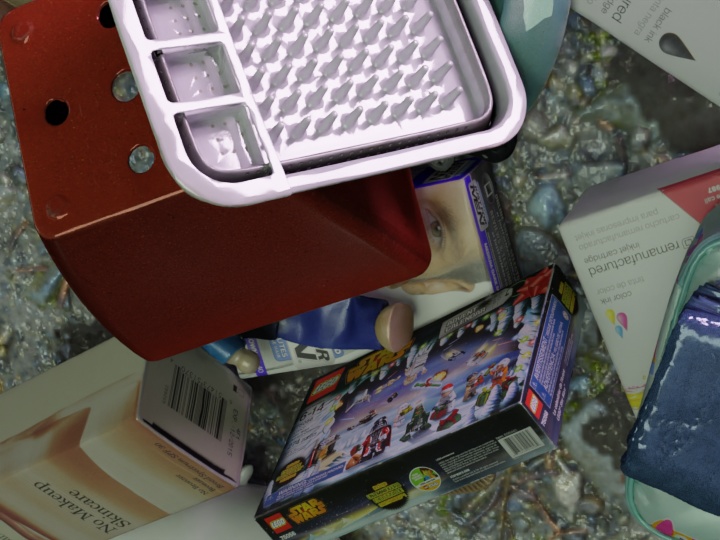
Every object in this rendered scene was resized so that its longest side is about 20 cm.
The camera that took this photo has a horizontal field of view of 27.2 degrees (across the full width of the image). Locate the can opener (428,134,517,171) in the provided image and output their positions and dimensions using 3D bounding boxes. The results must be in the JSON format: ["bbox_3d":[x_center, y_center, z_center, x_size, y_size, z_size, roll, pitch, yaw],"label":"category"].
[{"bbox_3d":[0.012,-0.119,0.955,0.199,0.079,0.063,18,152,19],"label":"can opener"}]

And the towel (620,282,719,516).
[{"bbox_3d":[0.240,0.091,0.758,0.199,0.049,0.112,21,111,5],"label":"towel"}]

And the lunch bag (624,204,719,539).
[{"bbox_3d":[0.240,0.067,0.818,0.160,0.077,0.201,17,112,12],"label":"lunch bag"}]

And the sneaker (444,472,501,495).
[{"bbox_3d":[0.058,0.096,1.009,0.071,0.112,0.200,55,150,-14],"label":"sneaker"}]

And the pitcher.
[{"bbox_3d":[-0.113,0.187,1.086,0.199,0.121,0.172,6,96,32],"label":"pitcher"}]

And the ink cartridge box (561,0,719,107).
[{"bbox_3d":[0.227,-0.151,0.758,0.200,0.084,0.145,34,120,4],"label":"ink cartridge box"}]

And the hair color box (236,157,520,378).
[{"bbox_3d":[0.000,0.000,0.993,0.199,0.065,0.110,-11,104,23],"label":"hair color box"}]

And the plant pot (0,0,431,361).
[{"bbox_3d":[-0.095,-0.080,0.852,0.199,0.176,0.201,-18,74,13],"label":"plant pot"}]

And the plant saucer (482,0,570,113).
[{"bbox_3d":[0.050,-0.169,0.833,0.200,0.027,0.201,9,101,61],"label":"plant saucer"}]

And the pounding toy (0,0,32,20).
[{"bbox_3d":[-0.225,-0.277,0.957,0.200,0.142,0.184,34,119,-5],"label":"pounding toy"}]

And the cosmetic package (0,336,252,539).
[{"bbox_3d":[-0.183,0.123,1.028,0.200,0.087,0.103,-26,131,32],"label":"cosmetic package"}]

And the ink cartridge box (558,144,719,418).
[{"bbox_3d":[0.227,0.029,0.900,0.147,0.086,0.201,-19,99,26],"label":"ink cartridge box"}]

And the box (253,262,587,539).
[{"bbox_3d":[0.037,0.084,0.899,0.200,0.137,0.040,-28,112,30],"label":"box"}]

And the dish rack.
[{"bbox_3d":[-0.028,-0.117,0.746,0.172,0.199,0.044,69,154,13],"label":"dish rack"}]

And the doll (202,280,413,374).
[{"bbox_3d":[-0.065,0.002,0.957,0.199,0.048,0.137,4,101,23],"label":"doll"}]
